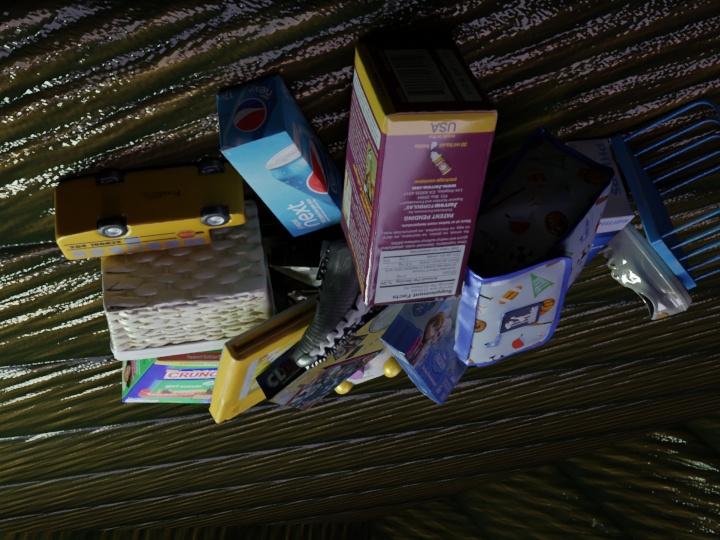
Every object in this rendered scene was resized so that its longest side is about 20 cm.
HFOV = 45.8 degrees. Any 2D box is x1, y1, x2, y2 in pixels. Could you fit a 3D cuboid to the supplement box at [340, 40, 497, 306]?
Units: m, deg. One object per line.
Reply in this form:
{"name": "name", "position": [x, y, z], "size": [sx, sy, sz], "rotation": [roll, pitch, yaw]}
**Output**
{"name": "supplement box", "position": [0.046, -0.088, 0.783], "size": [0.100, 0.132, 0.203], "rotation": [-4, 131, -13]}

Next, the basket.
{"name": "basket", "position": [-0.200, 0.010, 0.985], "size": [0.195, 0.139, 0.124], "rotation": [-8, 155, -8]}

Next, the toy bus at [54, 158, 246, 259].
{"name": "toy bus", "position": [-0.220, -0.063, 0.902], "size": [0.195, 0.067, 0.079], "rotation": [-7, 157, -7]}

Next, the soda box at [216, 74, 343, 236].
{"name": "soda box", "position": [-0.074, -0.109, 0.860], "size": [0.066, 0.066, 0.200], "rotation": [-14, 157, 11]}

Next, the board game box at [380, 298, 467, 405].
{"name": "board game box", "position": [0.122, 0.049, 1.064], "size": [0.043, 0.201, 0.200], "rotation": [30, 169, 28]}

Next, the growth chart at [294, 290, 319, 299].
{"name": "growth chart", "position": [-0.019, 0.041, 1.177], "size": [0.141, 0.018, 0.200], "rotation": [1, -176, -11]}

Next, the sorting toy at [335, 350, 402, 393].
{"name": "sorting toy", "position": [-0.038, 0.103, 1.315], "size": [0.197, 0.109, 0.179], "rotation": [-23, 146, 27]}

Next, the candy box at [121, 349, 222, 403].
{"name": "candy box", "position": [-0.267, 0.142, 1.330], "size": [0.166, 0.079, 0.200], "rotation": [5, 151, -29]}

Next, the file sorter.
{"name": "file sorter", "position": [0.398, -0.087, 1.007], "size": [0.121, 0.142, 0.199], "rotation": [-24, 153, 24]}

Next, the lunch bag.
{"name": "lunch bag", "position": [0.169, -0.011, 0.893], "size": [0.200, 0.123, 0.172], "rotation": [-46, 155, -27]}

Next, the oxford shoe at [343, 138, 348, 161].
{"name": "oxford shoe", "position": [0.026, -0.091, 0.937], "size": [0.071, 0.073, 0.199], "rotation": [-11, 156, 27]}

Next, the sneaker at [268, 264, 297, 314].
{"name": "sneaker", "position": [-0.118, 0.037, 1.152], "size": [0.075, 0.086, 0.200], "rotation": [7, 176, 6]}

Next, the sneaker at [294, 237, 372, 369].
{"name": "sneaker", "position": [-0.020, 0.013, 0.938], "size": [0.201, 0.090, 0.066], "rotation": [-51, 170, 7]}

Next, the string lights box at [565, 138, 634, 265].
{"name": "string lights box", "position": [0.251, -0.061, 1.046], "size": [0.057, 0.105, 0.201], "rotation": [-6, 156, -15]}

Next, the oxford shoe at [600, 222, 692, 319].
{"name": "oxford shoe", "position": [0.328, -0.021, 1.059], "size": [0.057, 0.201, 0.075], "rotation": [-38, 172, 10]}

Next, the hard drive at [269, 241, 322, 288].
{"name": "hard drive", "position": [0.000, 0.000, 1.080], "size": [0.196, 0.039, 0.139], "rotation": [3, 166, 32]}

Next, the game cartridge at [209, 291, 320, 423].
{"name": "game cartridge", "position": [-0.097, 0.104, 1.037], "size": [0.174, 0.033, 0.201], "rotation": [-28, 159, -28]}

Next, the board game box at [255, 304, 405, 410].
{"name": "board game box", "position": [-0.020, 0.093, 1.038], "size": [0.199, 0.035, 0.135], "rotation": [-38, 159, 4]}
